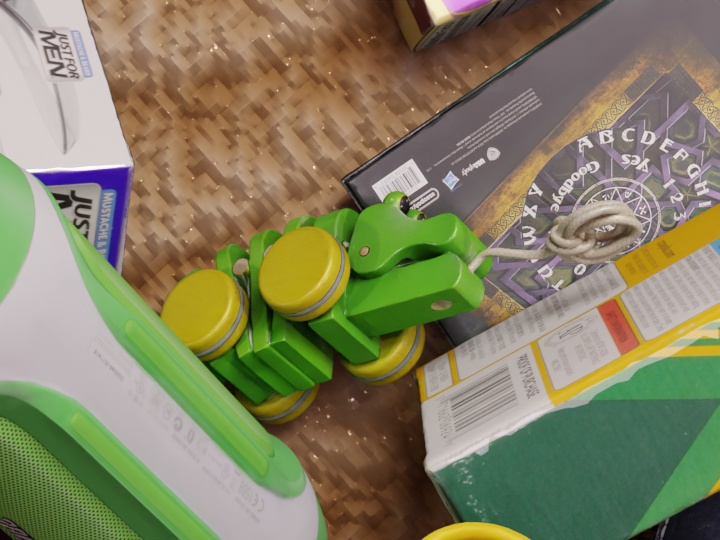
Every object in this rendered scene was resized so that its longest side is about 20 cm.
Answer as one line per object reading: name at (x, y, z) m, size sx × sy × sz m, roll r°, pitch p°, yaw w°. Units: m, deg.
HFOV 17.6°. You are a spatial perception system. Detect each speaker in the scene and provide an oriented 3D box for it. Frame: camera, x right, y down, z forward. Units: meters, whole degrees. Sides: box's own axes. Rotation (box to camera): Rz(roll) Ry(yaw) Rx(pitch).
speaker at (-0.086, 0.046, 0.710) m, size 0.088 × 0.200 × 0.089 m, roll -17°, pitch 48°, yaw 21°

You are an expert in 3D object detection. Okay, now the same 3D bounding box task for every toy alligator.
toy alligator at (0.000, 0.000, 0.770) m, size 0.199 × 0.059 × 0.054 m, roll -22°, pitch 50°, yaw 23°

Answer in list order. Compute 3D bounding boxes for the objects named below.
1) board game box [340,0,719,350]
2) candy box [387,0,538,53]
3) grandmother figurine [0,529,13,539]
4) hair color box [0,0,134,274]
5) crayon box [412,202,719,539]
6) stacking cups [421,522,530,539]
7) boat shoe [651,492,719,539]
board game box at (0.112, -0.031, 0.795) m, size 0.200 × 0.028 × 0.136 m, roll -33°, pitch 93°, yaw 5°
candy box at (0.086, -0.170, 0.819) m, size 0.199 × 0.056 × 0.117 m, roll -23°, pitch 88°, yaw -10°
grandmother figurine at (-0.144, 0.117, 0.766) m, size 0.121 × 0.060 × 0.201 m, roll 21°, pitch 77°, yaw -36°
hair color box at (-0.180, -0.041, 0.731) m, size 0.199 × 0.065 × 0.110 m, roll -5°, pitch 46°, yaw -17°
crayon box at (0.116, 0.018, 0.719) m, size 0.199 × 0.126 × 0.052 m, roll -30°, pitch 99°, yaw 5°
stacking cups at (-0.002, 0.136, 0.706) m, size 0.060 × 0.200 × 0.061 m, roll 10°, pitch 62°, yaw -20°
boat shoe at (0.106, 0.126, 0.731) m, size 0.071 × 0.091 × 0.201 m, roll 1°, pitch 80°, yaw 39°
